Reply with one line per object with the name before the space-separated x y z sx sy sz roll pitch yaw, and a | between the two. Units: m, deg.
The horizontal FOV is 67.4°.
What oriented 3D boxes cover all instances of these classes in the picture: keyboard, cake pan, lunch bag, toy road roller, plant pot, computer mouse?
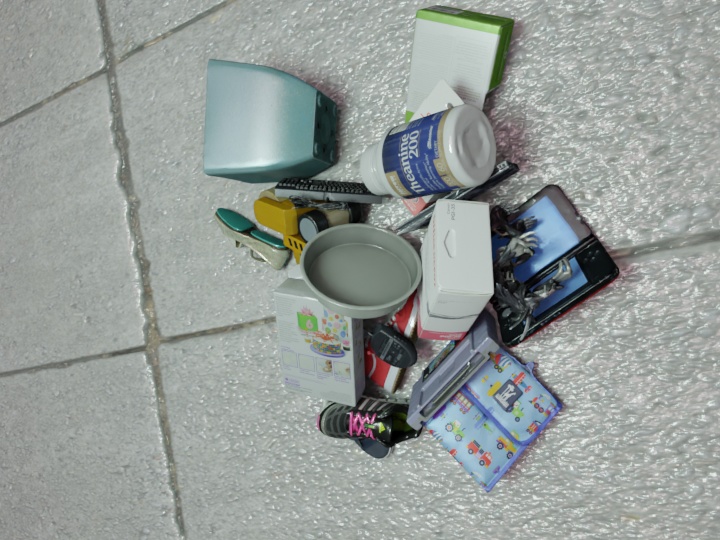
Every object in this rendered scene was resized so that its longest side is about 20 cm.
keyboard | -0.057 -0.139 0.965 0.195 0.128 0.021 4 122 4
cake pan | 0.000 0.000 0.871 0.198 0.200 0.037 27 137 21
lunch bag | 0.225 0.232 0.906 0.150 0.094 0.201 42 97 17
toy road roller | -0.098 -0.072 1.016 0.198 0.122 0.149 26 128 33
plant pot | -0.152 -0.265 1.001 0.195 0.195 0.202 5 95 17
computer mouse | 0.015 0.099 0.933 0.198 0.034 0.059 36 127 9

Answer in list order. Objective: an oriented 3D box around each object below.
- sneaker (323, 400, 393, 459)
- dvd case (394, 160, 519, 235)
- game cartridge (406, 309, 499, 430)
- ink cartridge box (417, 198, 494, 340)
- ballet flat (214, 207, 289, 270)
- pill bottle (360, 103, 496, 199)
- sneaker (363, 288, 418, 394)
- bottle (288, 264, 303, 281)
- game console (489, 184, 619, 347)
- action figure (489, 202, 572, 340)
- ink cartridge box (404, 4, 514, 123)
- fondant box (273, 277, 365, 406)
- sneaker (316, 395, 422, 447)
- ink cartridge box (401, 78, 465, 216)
sneaker | -0.016 0.273 1.019 0.078 0.079 0.202 -40 77 21
dvd case | 0.159 -0.116 0.874 0.198 0.148 0.016 -30 87 24
game cartridge | 0.151 0.161 0.904 0.038 0.130 0.201 37 109 -6
ink cartridge box | 0.139 0.006 0.835 0.081 0.201 0.150 4 66 -2
ballet flat | -0.233 -0.062 1.116 0.198 0.067 0.063 30 115 22
pill bottle | 0.093 -0.168 0.807 0.198 0.109 0.114 -4 91 48
sneaker | 0.047 0.112 0.983 0.111 0.071 0.204 23 105 19
bottle | -0.081 0.083 0.998 0.082 0.065 0.203 6 127 32
game console | 0.269 -0.010 0.847 0.199 0.173 0.119 -40 104 22
action figure | 0.237 -0.008 0.781 0.101 0.118 0.203 -31 43 34
ink cartridge box | 0.158 -0.322 0.910 0.146 0.076 0.204 23 128 23
fondant box | -0.068 0.123 0.929 0.141 0.058 0.204 8 119 20
sneaker | 0.023 0.264 0.942 0.195 0.087 0.076 3 93 -12
ink cartridge box | 0.127 -0.202 0.893 0.117 0.067 0.200 54 135 14
